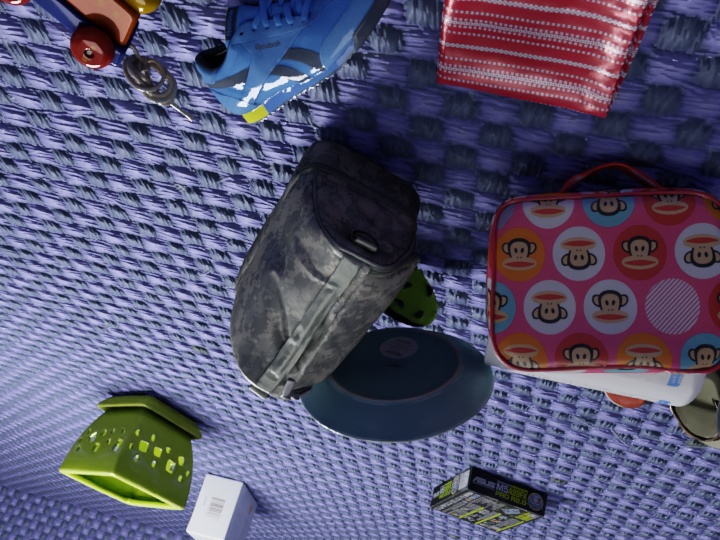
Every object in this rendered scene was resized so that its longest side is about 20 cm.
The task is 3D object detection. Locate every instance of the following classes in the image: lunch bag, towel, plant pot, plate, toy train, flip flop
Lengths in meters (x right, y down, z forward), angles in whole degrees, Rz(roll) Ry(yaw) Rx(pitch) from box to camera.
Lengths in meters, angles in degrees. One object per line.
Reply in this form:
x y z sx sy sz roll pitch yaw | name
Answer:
0.205 -0.002 0.639 0.198 0.178 0.082 1 177 11 | lunch bag
0.129 -0.189 0.514 0.143 0.023 0.201 14 149 8 | towel
-0.458 0.369 1.556 0.198 0.183 0.200 -10 140 37 | plant pot
-0.038 0.007 0.712 0.139 0.168 0.201 29 122 -11 | lunch bag
0.035 0.101 0.762 0.198 0.200 0.026 4 118 21 | plate
-0.173 -0.212 0.584 0.115 0.085 0.200 -28 128 34 | toy train
0.414 0.172 0.913 0.080 0.058 0.200 -5 143 33 | flip flop

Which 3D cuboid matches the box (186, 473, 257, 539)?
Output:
-0.360 0.648 1.983 0.105 0.153 0.201 10 148 11 | box

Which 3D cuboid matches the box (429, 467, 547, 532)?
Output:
0.243 0.448 1.460 0.159 0.045 0.200 20 150 -6 | box

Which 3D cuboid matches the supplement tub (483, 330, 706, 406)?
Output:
0.229 0.050 0.739 0.198 0.133 0.132 12 149 10 | supplement tub

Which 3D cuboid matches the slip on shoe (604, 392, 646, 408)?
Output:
0.316 0.118 0.874 0.073 0.062 0.201 7 149 14 | slip on shoe

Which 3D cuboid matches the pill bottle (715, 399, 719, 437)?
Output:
0.508 0.189 0.839 0.198 0.113 0.112 21 149 -7 | pill bottle

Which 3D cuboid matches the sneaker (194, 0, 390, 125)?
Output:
-0.060 -0.181 0.581 0.078 0.066 0.199 40 143 -27 | sneaker

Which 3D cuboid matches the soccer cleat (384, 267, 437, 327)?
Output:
0.000 0.000 0.852 0.199 0.068 0.081 34 156 -14 | soccer cleat
